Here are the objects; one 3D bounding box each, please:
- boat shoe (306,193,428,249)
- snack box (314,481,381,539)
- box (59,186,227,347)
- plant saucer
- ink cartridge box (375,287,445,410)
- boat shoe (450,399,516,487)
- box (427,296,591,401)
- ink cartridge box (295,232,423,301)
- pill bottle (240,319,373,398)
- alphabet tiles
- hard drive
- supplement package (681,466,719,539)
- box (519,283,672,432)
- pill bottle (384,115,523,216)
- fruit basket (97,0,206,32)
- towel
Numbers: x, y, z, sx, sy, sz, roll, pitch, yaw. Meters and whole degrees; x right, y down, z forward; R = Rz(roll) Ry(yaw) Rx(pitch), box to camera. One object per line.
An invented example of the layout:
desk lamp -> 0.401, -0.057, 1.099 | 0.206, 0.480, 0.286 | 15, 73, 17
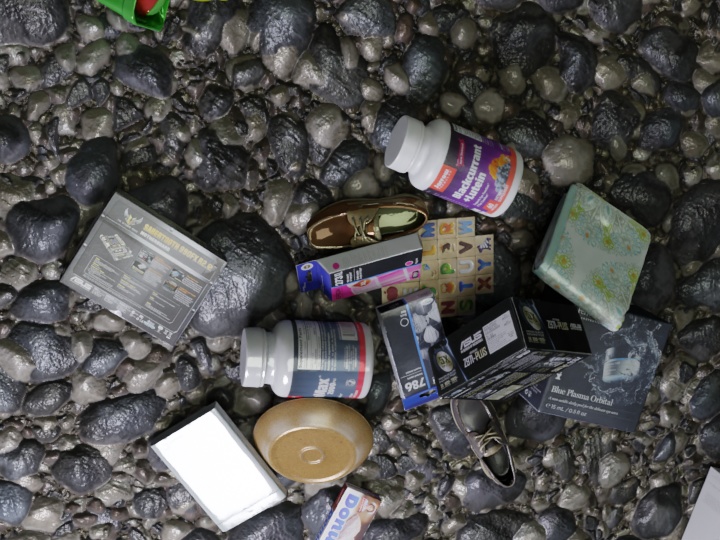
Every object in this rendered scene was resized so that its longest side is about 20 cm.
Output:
boat shoe -> 0.013, -0.076, 1.373 | 0.196, 0.074, 0.077 | -15, 107, -6
snack box -> -0.040, 0.469, 1.528 | 0.071, 0.024, 0.202 | 25, 97, -17
box -> -0.325, -0.004, 1.326 | 0.198, 0.048, 0.160 | 32, 94, -19
plant saucer -> -0.076, 0.286, 1.419 | 0.196, 0.036, 0.203 | 0, 130, 0
ink cartridge box -> 0.098, 0.139, 1.466 | 0.098, 0.039, 0.203 | -20, 111, -8
boat shoe -> 0.222, 0.288, 1.519 | 0.074, 0.073, 0.202 | -33, 109, -3
box -> 0.233, 0.129, 1.393 | 0.162, 0.087, 0.199 | 8, 147, -38
ink cartridge box -> 0.000, 0.000, 1.381 | 0.196, 0.095, 0.038 | -13, 62, -6
pill bottle -> -0.086, 0.139, 1.383 | 0.196, 0.120, 0.122 | 3, 104, -14
alphabet tiles -> 0.128, -0.002, 1.458 | 0.196, 0.006, 0.170 | -5, 106, -12
hard drive -> -0.228, 0.321, 1.429 | 0.131, 0.027, 0.201 | -30, 109, 12
supplement package -> 0.705, 0.498, 1.664 | 0.118, 0.121, 0.203 | 15, 101, -17
box -> 0.392, 0.148, 1.503 | 0.193, 0.117, 0.203 | 14, 99, -16
pill bottle -> 0.142, -0.166, 1.364 | 0.197, 0.111, 0.113 | 18, 99, -17
fruit basket -> -0.253, -0.425, 1.195 | 0.211, 0.156, 0.220 | 1, 100, 4
towel -> 0.378, -0.028, 1.427 | 0.170, 0.048, 0.202 | 33, 60, -5
